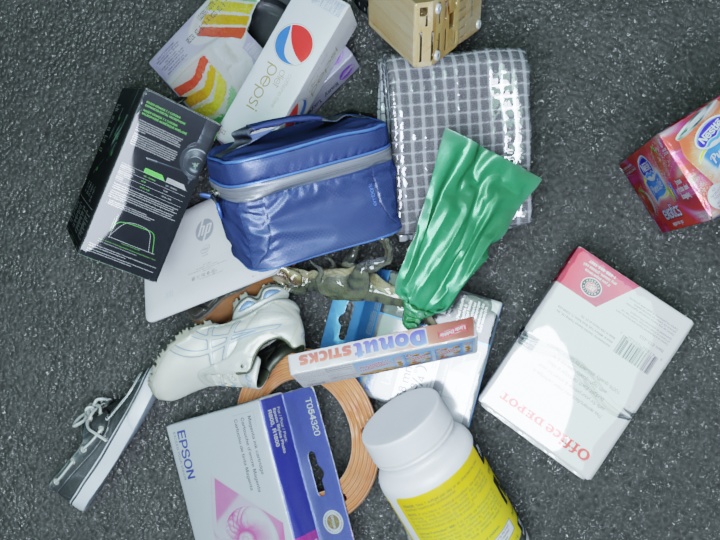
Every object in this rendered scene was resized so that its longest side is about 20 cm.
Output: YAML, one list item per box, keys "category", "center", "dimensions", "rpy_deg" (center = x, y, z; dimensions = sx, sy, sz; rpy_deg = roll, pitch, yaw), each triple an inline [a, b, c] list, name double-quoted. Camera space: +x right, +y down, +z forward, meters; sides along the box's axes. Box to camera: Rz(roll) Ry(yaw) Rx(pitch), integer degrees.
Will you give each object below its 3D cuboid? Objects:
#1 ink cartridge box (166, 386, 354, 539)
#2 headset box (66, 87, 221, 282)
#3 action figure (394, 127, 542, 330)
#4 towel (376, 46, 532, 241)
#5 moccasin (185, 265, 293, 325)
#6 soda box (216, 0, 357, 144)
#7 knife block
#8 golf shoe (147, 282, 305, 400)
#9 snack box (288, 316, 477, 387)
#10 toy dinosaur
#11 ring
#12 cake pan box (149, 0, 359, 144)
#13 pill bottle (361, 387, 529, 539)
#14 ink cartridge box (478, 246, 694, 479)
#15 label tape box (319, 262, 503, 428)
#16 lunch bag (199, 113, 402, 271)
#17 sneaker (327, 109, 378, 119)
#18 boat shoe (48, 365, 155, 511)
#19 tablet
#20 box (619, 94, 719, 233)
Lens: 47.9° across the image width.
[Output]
- category: "ink cartridge box"
  center: [-0.118, 0.252, 0.934]
  dimensions: [0.198, 0.043, 0.200]
  rpy_deg: [-20, 83, 27]
- category: "headset box"
  center: [-0.251, -0.111, 0.927]
  dimensions: [0.092, 0.174, 0.203]
  rpy_deg: [22, 91, -27]
- category: "action figure"
  center: [0.090, -0.029, 0.834]
  dimensions: [0.117, 0.055, 0.202]
  rpy_deg: [25, 97, -12]
- category: "towel"
  center: [0.104, -0.135, 0.879]
  dimensions: [0.162, 0.086, 0.204]
  rpy_deg: [-7, 101, -9]
- category: "moccasin"
  center: [-0.117, -0.001, 0.960]
  dimensions: [0.202, 0.077, 0.074]
  rpy_deg: [-47, 56, 9]
- category: "soda box"
  center: [-0.082, -0.217, 0.915]
  dimensions: [0.063, 0.068, 0.202]
  rpy_deg: [31, 92, 7]
- category: "knife block"
  center: [0.037, -0.292, 0.881]
  dimensions: [0.173, 0.200, 0.065]
  rpy_deg: [15, 127, 24]
- category: "golf shoe"
  center: [-0.151, 0.102, 0.918]
  dimensions: [0.199, 0.078, 0.098]
  rpy_deg: [-35, 54, 4]
- category: "snack box"
  center: [0.026, 0.089, 0.858]
  dimensions: [0.196, 0.072, 0.025]
  rpy_deg: [-12, 69, 4]
- category: "toy dinosaur"
  center: [0.000, 0.000, 0.899]
  dimensions: [0.197, 0.047, 0.090]
  rpy_deg: [13, 98, 19]
- category: "ring"
  center: [-0.062, 0.190, 0.937]
  dimensions: [0.197, 0.019, 0.204]
  rpy_deg: [2, 93, 29]
- category: "cake pan box"
  center: [-0.126, -0.253, 0.983]
  dimensions: [0.200, 0.052, 0.185]
  rpy_deg: [-42, 84, 5]
- category: "pill bottle"
  center: [0.089, 0.235, 0.862]
  dimensions: [0.113, 0.114, 0.202]
  rpy_deg: [-29, 105, 7]
- category: "ink cartridge box"
  center: [0.241, 0.100, 0.888]
  dimensions: [0.144, 0.084, 0.202]
  rpy_deg: [34, 92, 9]
- category: "label tape box"
  center: [0.049, 0.080, 0.931]
  dimensions: [0.197, 0.063, 0.147]
  rpy_deg: [16, 89, 9]
- category: "lunch bag"
  center: [-0.066, -0.091, 0.827]
  dimensions: [0.197, 0.136, 0.135]
  rpy_deg: [-17, 108, -20]
- category: "sneaker"
  center: [0.013, -0.147, 0.936]
  dimensions: [0.196, 0.084, 0.078]
  rpy_deg: [-9, 87, 7]
- category: "boat shoe"
  center: [-0.309, 0.192, 0.980]
  dimensions: [0.068, 0.074, 0.201]
  rpy_deg: [33, 102, -5]
- category: "tablet"
  center: [-0.179, -0.027, 0.952]
  dimensions: [0.197, 0.014, 0.132]
  rpy_deg: [-20, 62, 24]
- category: "box"
  center: [0.345, -0.108, 0.822]
  dimensions: [0.099, 0.200, 0.096]
  rpy_deg: [-31, 85, 6]
